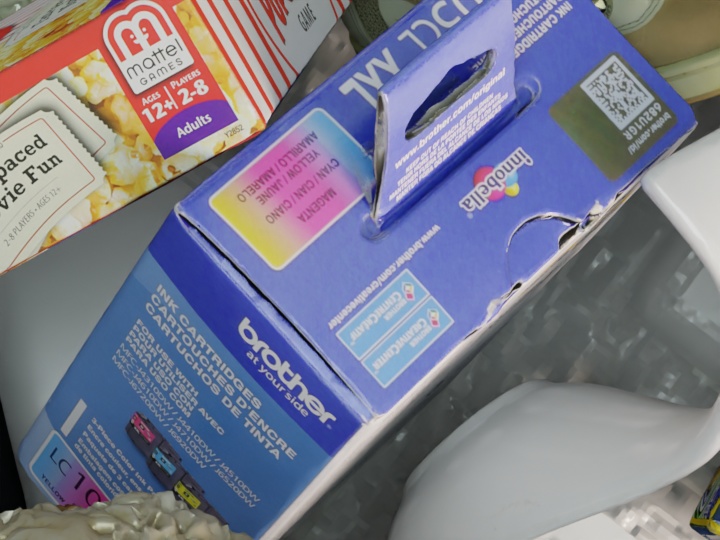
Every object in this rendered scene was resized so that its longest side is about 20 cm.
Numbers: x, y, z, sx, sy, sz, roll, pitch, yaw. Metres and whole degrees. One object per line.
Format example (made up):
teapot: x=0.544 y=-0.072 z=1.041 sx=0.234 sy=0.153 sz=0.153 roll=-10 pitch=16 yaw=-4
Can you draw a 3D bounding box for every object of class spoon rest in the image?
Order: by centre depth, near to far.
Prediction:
spoon rest: x=0.065 y=0.044 z=0.786 sx=0.099 sy=0.200 sz=0.061 roll=-28 pitch=71 yaw=-36

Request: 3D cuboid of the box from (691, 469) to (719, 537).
box: x=0.196 y=0.095 z=0.822 sx=0.199 sy=0.070 sz=0.065 roll=30 pitch=86 yaw=4

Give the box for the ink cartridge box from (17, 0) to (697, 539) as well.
ink cartridge box: x=0.000 y=0.000 z=0.763 sx=0.076 sy=0.200 sz=0.136 roll=47 pitch=58 yaw=3

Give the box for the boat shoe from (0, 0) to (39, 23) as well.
boat shoe: x=-0.085 y=-0.115 z=0.863 sx=0.074 sy=0.062 sz=0.201 roll=34 pitch=105 yaw=0

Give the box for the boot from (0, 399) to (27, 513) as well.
boot: x=-0.101 y=0.088 z=0.845 sx=0.199 sy=0.076 sz=0.169 roll=-12 pitch=91 yaw=9

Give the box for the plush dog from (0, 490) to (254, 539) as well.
plush dog: x=-0.063 y=0.119 z=0.697 sx=0.198 sy=0.172 sz=0.161 roll=11 pitch=48 yaw=4

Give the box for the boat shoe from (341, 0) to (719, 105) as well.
boat shoe: x=0.062 y=-0.088 z=0.792 sx=0.073 sy=0.200 sz=0.063 roll=-44 pitch=117 yaw=-28

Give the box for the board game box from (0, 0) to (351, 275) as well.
board game box: x=-0.103 y=-0.031 z=0.778 sx=0.199 sy=0.152 sz=0.046 roll=-28 pitch=102 yaw=17
